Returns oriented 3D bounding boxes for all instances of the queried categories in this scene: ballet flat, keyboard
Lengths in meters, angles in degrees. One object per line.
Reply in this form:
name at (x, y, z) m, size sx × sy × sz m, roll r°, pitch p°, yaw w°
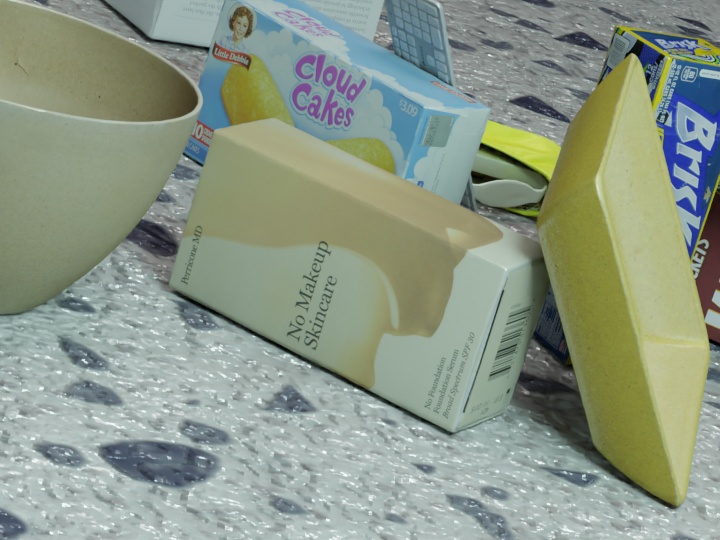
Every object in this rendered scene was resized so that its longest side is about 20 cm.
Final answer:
ballet flat at (0.057, -0.082, 1.864) m, size 0.199 × 0.067 × 0.067 m, roll 15°, pitch 39°, yaw -14°
keyboard at (0.048, -0.104, 1.740) m, size 0.011 × 0.201 × 0.056 m, roll -32°, pitch 45°, yaw -21°

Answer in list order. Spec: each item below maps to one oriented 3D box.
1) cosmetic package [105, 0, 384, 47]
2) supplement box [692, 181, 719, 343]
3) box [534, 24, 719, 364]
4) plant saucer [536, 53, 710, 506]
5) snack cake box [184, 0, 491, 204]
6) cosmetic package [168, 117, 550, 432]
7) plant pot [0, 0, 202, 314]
cosmetic package at (-0.077, -0.279, 2.084) m, size 0.199 × 0.201 × 0.123 m, roll 6°, pitch 19°, yaw -33°
supplement box at (0.312, -0.020, 1.797) m, size 0.197 × 0.133 × 0.200 m, roll 23°, pitch 19°, yaw 15°
box at (0.167, -0.043, 1.616) m, size 0.070 × 0.201 × 0.064 m, roll 6°, pitch 21°, yaw -31°
plant saucer at (0.146, 0.005, 1.494) m, size 0.048 × 0.201 × 0.200 m, roll -10°, pitch 22°, yaw 16°
snack cake box at (-0.019, -0.092, 1.724) m, size 0.067 × 0.115 × 0.200 m, roll -2°, pitch 26°, yaw -46°
cosmetic package at (0.000, 0.000, 1.493) m, size 0.199 × 0.106 × 0.071 m, roll 24°, pitch 19°, yaw 25°
plant pot at (-0.198, -0.056, 1.417) m, size 0.199 × 0.135 × 0.200 m, roll 17°, pitch 18°, yaw -6°
